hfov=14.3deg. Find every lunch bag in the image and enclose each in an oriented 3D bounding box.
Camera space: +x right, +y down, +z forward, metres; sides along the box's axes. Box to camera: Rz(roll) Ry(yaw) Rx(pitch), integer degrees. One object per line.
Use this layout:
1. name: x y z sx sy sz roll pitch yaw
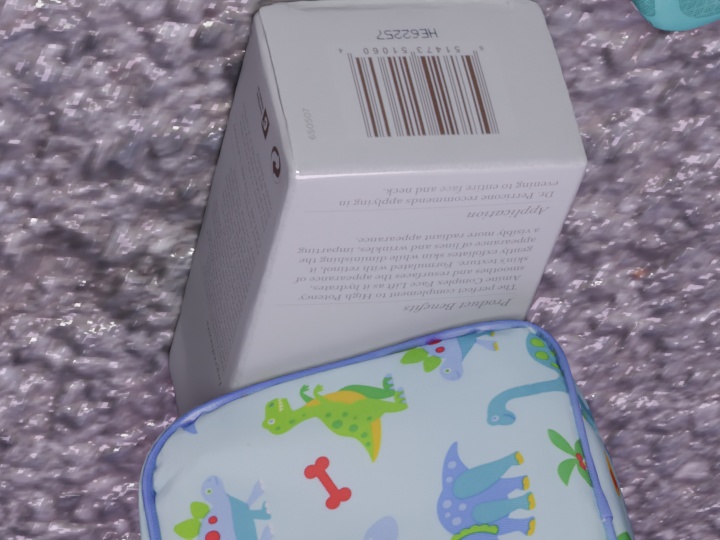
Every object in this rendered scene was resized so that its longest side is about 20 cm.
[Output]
1. lunch bag: 0.013 0.120 0.903 0.160 0.201 0.083 -17 140 4

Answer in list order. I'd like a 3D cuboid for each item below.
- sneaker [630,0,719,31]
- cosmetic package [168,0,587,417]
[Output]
1. sneaker: 0.171 -0.118 0.857 0.199 0.080 0.078 -21 145 11
2. cosmetic package: 0.000 0.000 0.969 0.101 0.074 0.200 -2 145 -17
